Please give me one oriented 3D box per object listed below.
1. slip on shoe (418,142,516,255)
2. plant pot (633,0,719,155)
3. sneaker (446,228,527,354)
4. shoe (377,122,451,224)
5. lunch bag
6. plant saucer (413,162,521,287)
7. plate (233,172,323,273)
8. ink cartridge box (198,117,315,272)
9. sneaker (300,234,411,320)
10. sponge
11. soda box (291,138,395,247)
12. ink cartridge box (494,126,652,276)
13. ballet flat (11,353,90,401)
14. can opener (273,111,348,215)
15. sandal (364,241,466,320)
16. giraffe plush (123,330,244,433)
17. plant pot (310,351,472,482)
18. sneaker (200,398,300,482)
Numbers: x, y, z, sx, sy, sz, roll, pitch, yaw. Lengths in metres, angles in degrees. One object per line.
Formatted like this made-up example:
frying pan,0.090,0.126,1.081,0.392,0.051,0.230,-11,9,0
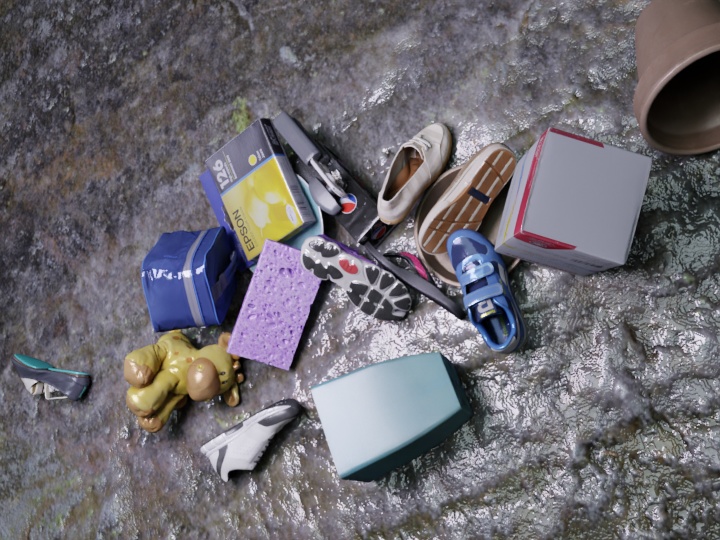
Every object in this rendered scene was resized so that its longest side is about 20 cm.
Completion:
slip on shoe,0.159,-0.112,1.294,0.201,0.075,0.061,-55,21,15
plant pot,0.457,-0.288,1.156,0.198,0.200,0.176,-24,50,20
sneaker,0.185,0.031,1.239,0.073,0.082,0.202,-29,86,23
shoe,0.087,-0.164,1.342,0.069,0.054,0.201,18,65,29
lunch bag,-0.277,0.010,1.440,0.130,0.201,0.138,-5,115,6
plant saucer,0.178,-0.070,1.321,0.198,0.029,0.203,-6,76,25
plate,-0.139,-0.076,1.463,0.198,0.025,0.203,5,100,33
ink cartridge box,-0.192,-0.125,1.452,0.199,0.047,0.200,-31,79,30
sneaker,0.000,0.000,1.354,0.199,0.083,0.081,36,114,1
sponge,-0.139,0.058,1.404,0.110,0.030,0.202,19,97,-12
soda box,-0.028,-0.128,1.419,0.071,0.063,0.200,-46,62,11
ink cartridge box,0.282,-0.085,1.154,0.143,0.200,0.147,16,84,0
ballet flat,-0.611,0.213,1.640,0.198,0.073,0.074,10,83,26
can opener,-0.086,-0.181,1.394,0.066,0.053,0.201,-41,63,14
sandal,0.092,0.007,1.327,0.199,0.075,0.045,34,88,21
giraffe plush,-0.288,0.179,1.453,0.160,0.174,0.201,6,47,18
plant pot,0.056,0.210,1.261,0.198,0.141,0.143,-25,68,12
sneaker,-0.172,0.281,1.407,0.199,0.074,0.081,-34,80,21
